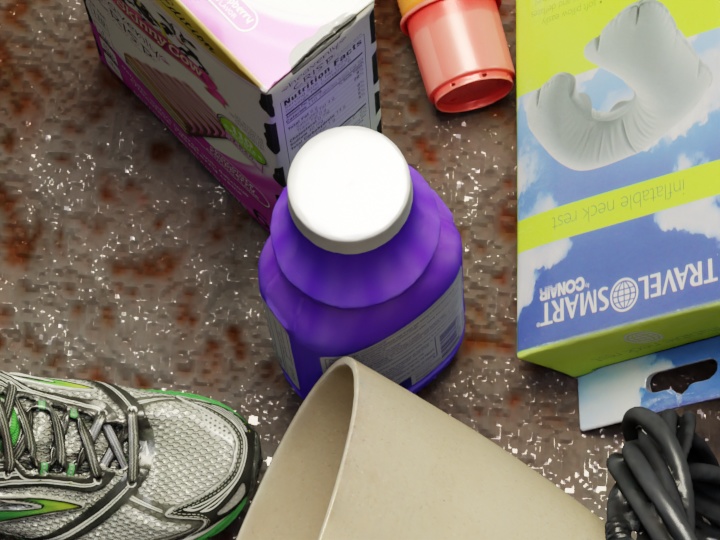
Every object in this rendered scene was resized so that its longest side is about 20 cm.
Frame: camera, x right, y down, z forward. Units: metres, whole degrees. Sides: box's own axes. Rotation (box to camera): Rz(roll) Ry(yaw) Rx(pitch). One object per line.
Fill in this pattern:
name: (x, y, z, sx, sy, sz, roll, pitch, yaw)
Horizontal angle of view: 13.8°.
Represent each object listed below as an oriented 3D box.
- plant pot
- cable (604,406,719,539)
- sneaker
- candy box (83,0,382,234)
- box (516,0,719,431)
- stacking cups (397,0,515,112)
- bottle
plant pot: (0.051, 0.157, 1.166, 0.199, 0.187, 0.188, 22, 73, -8)
cable: (0.150, 0.136, 1.118, 0.051, 0.163, 0.200, -38, 38, 25)
sneaker: (-0.140, 0.079, 1.236, 0.199, 0.085, 0.078, 1, 72, 2)
candy box: (-0.057, -0.099, 1.233, 0.061, 0.200, 0.136, -41, 74, -12)
box: (0.122, -0.043, 1.256, 0.122, 0.048, 0.201, -17, 65, 42)
stacking cups: (0.029, -0.170, 1.330, 0.060, 0.061, 0.201, -17, 73, -4)
bottle: (0.000, 0.000, 1.197, 0.083, 0.200, 0.065, -34, 72, -8)
